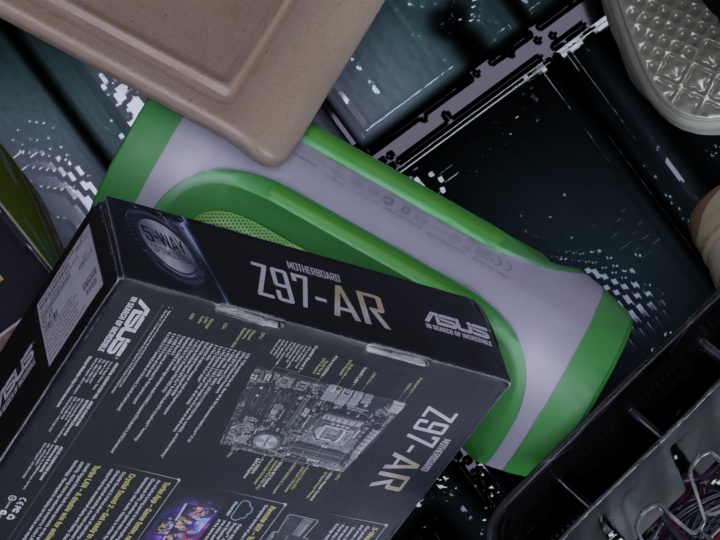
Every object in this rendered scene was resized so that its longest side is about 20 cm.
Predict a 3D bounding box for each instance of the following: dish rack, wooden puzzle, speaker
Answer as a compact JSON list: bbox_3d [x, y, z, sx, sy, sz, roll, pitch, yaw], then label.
[{"bbox_3d":[0.162,0.108,1.029,0.153,0.055,0.200,-45,55,-6],"label":"dish rack"},{"bbox_3d":[-0.078,-0.151,1.109,0.200,0.037,0.185,31,60,-1],"label":"wooden puzzle"},{"bbox_3d":[0.000,0.000,1.114,0.200,0.088,0.088,29,91,1],"label":"speaker"}]

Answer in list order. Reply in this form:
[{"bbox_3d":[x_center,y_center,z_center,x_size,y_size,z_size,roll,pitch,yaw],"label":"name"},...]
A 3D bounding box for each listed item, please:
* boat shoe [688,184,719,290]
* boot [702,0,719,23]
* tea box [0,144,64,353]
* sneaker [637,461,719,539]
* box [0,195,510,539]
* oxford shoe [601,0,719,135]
[{"bbox_3d":[0.220,-0.038,1.094,0.200,0.071,0.065,-33,58,23],"label":"boat shoe"},{"bbox_3d":[0.161,-0.194,1.038,0.158,0.079,0.211,-24,96,5],"label":"boot"},{"bbox_3d":[-0.237,-0.013,1.059,0.200,0.134,0.197,-35,117,1],"label":"tea box"},{"bbox_3d":[0.149,0.095,1.116,0.075,0.081,0.200,40,92,4],"label":"sneaker"},{"bbox_3d":[-0.065,0.075,1.055,0.160,0.044,0.200,15,127,-29],"label":"box"},{"bbox_3d":[0.113,-0.141,1.129,0.075,0.058,0.200,-17,76,7],"label":"oxford shoe"}]
